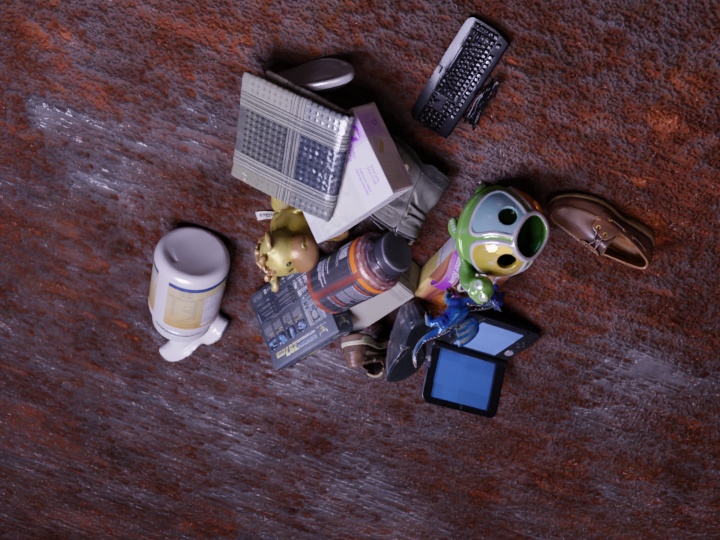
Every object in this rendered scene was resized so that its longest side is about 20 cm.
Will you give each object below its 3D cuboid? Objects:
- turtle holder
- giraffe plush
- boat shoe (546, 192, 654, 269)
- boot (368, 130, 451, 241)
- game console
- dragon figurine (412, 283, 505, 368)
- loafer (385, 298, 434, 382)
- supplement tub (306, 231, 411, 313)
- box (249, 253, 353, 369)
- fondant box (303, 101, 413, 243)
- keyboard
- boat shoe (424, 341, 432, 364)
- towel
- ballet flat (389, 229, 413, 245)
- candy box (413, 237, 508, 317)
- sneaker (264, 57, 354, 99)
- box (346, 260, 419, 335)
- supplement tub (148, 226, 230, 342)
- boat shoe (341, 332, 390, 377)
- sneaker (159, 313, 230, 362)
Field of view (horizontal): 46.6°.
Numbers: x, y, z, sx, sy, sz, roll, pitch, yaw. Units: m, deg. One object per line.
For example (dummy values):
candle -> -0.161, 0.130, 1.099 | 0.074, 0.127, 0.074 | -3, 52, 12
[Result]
turtle holder -> 0.220, -0.052, 1.351 | 0.131, 0.184, 0.143 | 16, 133, 57
giraffe plush -> -0.119, -0.060, 1.459 | 0.197, 0.164, 0.173 | -17, 127, 28
boat shoe -> 0.399, -0.064, 1.380 | 0.197, 0.068, 0.072 | 24, 135, -8
boot -> 0.045, -0.141, 1.355 | 0.199, 0.068, 0.132 | 35, 90, -20
game console -> 0.232, 0.179, 1.590 | 0.198, 0.120, 0.170 | 17, 139, -32
dragon figurine -> 0.169, 0.092, 1.468 | 0.099, 0.200, 0.059 | 22, 153, 53
loafer -> 0.087, 0.134, 1.585 | 0.072, 0.073, 0.202 | -3, 138, -25
supplement tub -> 0.000, 0.000, 1.469 | 0.107, 0.108, 0.199 | 39, 140, -23
box -> -0.117, 0.081, 1.614 | 0.051, 0.160, 0.199 | -6, 159, -48
fondant box -> -0.024, -0.151, 1.323 | 0.199, 0.058, 0.146 | -30, 85, 44
keyboard -> 0.158, -0.276, 1.261 | 0.103, 0.040, 0.201 | 25, 136, -8
boat shoe -> 0.173, 0.172, 1.676 | 0.197, 0.073, 0.068 | 18, 160, -17
towel -> -0.109, -0.195, 1.299 | 0.198, 0.035, 0.195 | 26, 128, 16
ballet flat -> 0.048, -0.121, 1.426 | 0.071, 0.072, 0.201 | -15, 127, 28
candy box -> 0.183, 0.010, 1.522 | 0.115, 0.057, 0.200 | 29, 136, -14
sneaker -> -0.080, -0.266, 1.318 | 0.197, 0.071, 0.100 | -7, 131, 30
box -> 0.020, 0.046, 1.585 | 0.068, 0.083, 0.199 | 37, 131, -22
supplement tub -> -0.336, 0.031, 1.624 | 0.142, 0.146, 0.201 | 19, 136, -4
boat shoe -> 0.024, 0.175, 1.652 | 0.074, 0.076, 0.201 | -16, 162, 30
sneaker -> -0.366, 0.128, 1.793 | 0.198, 0.075, 0.087 | -30, 108, 29
